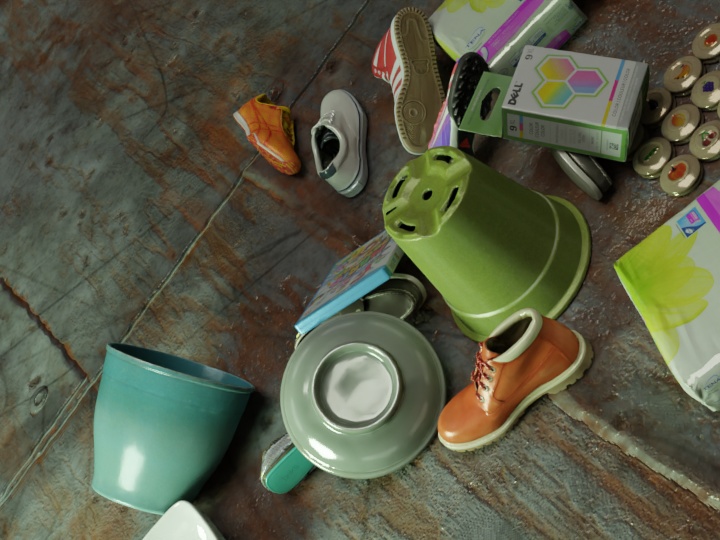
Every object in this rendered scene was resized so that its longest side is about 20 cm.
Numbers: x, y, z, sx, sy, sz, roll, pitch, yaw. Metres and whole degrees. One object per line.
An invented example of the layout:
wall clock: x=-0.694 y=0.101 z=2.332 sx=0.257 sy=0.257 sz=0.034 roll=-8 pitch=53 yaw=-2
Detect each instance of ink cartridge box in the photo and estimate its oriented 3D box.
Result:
ink cartridge box: x=0.221 y=-0.198 z=1.550 sx=0.200 sy=0.059 sz=0.104 roll=13 pitch=57 yaw=17

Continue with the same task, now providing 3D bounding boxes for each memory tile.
memory tile: x=0.380 y=-0.185 z=1.524 sx=0.200 sy=0.017 sz=0.153 roll=-50 pitch=38 yaw=6

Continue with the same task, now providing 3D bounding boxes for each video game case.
video game case: x=0.000 y=0.000 z=1.693 sx=0.143 sy=0.018 sz=0.200 roll=-33 pitch=12 yaw=24

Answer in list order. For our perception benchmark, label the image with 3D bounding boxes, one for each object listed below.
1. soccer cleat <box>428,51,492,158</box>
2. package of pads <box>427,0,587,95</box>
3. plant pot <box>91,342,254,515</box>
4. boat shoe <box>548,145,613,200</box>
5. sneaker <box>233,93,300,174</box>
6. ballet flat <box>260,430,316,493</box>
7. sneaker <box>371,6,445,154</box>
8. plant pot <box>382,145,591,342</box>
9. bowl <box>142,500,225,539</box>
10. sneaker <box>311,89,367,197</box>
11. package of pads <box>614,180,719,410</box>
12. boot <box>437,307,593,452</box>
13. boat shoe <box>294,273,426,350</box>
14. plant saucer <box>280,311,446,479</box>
soccer cleat: x=0.117 y=-0.177 z=1.705 sx=0.073 sy=0.068 sz=0.200 roll=13 pitch=99 yaw=52
package of pads: x=0.186 y=-0.326 z=1.786 sx=0.155 sy=0.068 sz=0.200 roll=-46 pitch=38 yaw=8
plant pot: x=-0.261 y=0.212 z=1.757 sx=0.200 sy=0.200 sz=0.188 roll=17 pitch=89 yaw=50
boat shoe: x=0.246 y=-0.163 z=1.599 sx=0.060 sy=0.072 sz=0.202 roll=-34 pitch=49 yaw=3
sneaker: x=-0.131 y=-0.211 z=2.026 sx=0.077 sy=0.073 sz=0.200 roll=-39 pitch=43 yaw=3
ballet flat: x=-0.047 y=0.190 z=1.646 sx=0.200 sy=0.072 sz=0.072 roll=-41 pitch=40 yaw=14
sneaker: x=0.064 y=-0.248 z=1.852 sx=0.112 sy=0.071 sz=0.200 roll=149 pitch=119 yaw=-73
plant pot: x=0.127 y=-0.044 z=1.539 sx=0.200 sy=0.190 sz=0.200 roll=-27 pitch=46 yaw=31
bowl: x=-0.218 y=0.407 z=1.652 sx=0.200 sy=0.075 sz=0.200 roll=-52 pitch=39 yaw=3
sneaker: x=-0.033 y=-0.195 z=1.909 sx=0.073 sy=0.071 sz=0.200 roll=-35 pitch=42 yaw=23
package of pads: x=0.354 y=0.024 z=1.341 sx=0.154 sy=0.068 sz=0.200 roll=-40 pitch=40 yaw=16
boot: x=0.145 y=0.116 z=1.471 sx=0.200 sy=0.107 sz=0.075 roll=-41 pitch=42 yaw=18
boat shoe: x=-0.003 y=0.062 z=1.677 sx=0.200 sy=0.072 sz=0.060 roll=-23 pitch=21 yaw=39
plant saucer: x=-0.001 y=0.140 z=1.568 sx=0.200 sy=0.050 sz=0.200 roll=-3 pitch=73 yaw=11
